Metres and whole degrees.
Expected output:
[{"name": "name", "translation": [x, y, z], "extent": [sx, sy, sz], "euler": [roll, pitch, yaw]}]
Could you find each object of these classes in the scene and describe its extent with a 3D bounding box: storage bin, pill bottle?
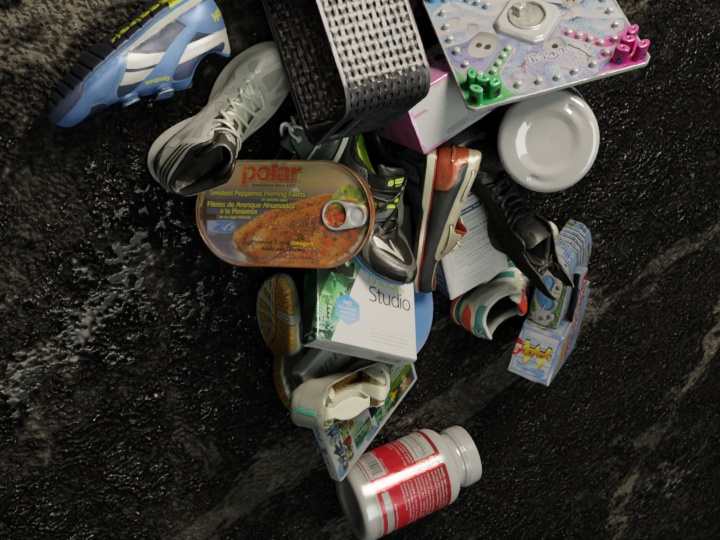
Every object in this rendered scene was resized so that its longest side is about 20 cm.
[{"name": "storage bin", "translation": [-0.022, -0.240, 0.737], "extent": [0.092, 0.135, 0.204], "euler": [-19, 90, -21]}, {"name": "pill bottle", "translation": [0.071, 0.299, 1.098], "extent": [0.196, 0.112, 0.114], "euler": [-17, 120, -21]}, {"name": "pill bottle", "translation": [0.220, -0.167, 0.906], "extent": [0.110, 0.200, 0.115], "euler": [4, 108, 12]}]

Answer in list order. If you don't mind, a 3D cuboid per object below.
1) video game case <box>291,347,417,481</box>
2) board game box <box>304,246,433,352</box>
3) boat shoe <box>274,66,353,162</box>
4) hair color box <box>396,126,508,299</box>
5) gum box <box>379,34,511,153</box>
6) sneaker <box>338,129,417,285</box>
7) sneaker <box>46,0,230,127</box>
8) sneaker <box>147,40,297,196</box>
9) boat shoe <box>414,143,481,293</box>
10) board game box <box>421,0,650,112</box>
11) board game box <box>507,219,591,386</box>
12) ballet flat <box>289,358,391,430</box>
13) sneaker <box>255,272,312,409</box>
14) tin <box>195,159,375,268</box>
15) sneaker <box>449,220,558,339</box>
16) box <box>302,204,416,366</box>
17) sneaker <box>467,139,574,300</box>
[{"name": "video game case", "translation": [0.000, 0.135, 0.984], "extent": [0.200, 0.022, 0.185], "euler": [-47, 133, -39]}, {"name": "board game box", "translation": [0.004, 0.021, 0.939], "extent": [0.198, 0.039, 0.161], "euler": [28, 55, -28]}, {"name": "boat shoe", "translation": [-0.062, -0.137, 0.844], "extent": [0.061, 0.073, 0.203], "euler": [10, 113, -32]}, {"name": "hair color box", "translation": [0.122, -0.075, 0.983], "extent": [0.099, 0.060, 0.203], "euler": [-27, 123, -16]}, {"name": "gum box", "translation": [0.114, -0.222, 0.874], "extent": [0.198, 0.113, 0.067], "euler": [-33, 119, -12]}, {"name": "sneaker", "translation": [0.018, -0.080, 0.859], "extent": [0.070, 0.082, 0.204], "euler": [-15, 86, -43]}, {"name": "sneaker", "translation": [-0.209, -0.193, 0.734], "extent": [0.199, 0.074, 0.083], "euler": [-38, 128, -7]}, {"name": "sneaker", "translation": [-0.124, -0.146, 0.777], "extent": [0.200, 0.115, 0.076], "euler": [-45, 126, -4]}, {"name": "boat shoe", "translation": [0.097, -0.055, 0.898], "extent": [0.061, 0.072, 0.203], "euler": [4, 126, -1]}, {"name": "board game box", "translation": [0.179, -0.274, 0.815], "extent": [0.196, 0.203, 0.026], "euler": [-15, 149, -2]}, {"name": "board game box", "translation": [0.270, 0.059, 1.059], "extent": [0.200, 0.061, 0.204], "euler": [-40, 143, -54]}, {"name": "ballet flat", "translation": [-0.004, 0.148, 0.908], "extent": [0.198, 0.063, 0.069], "euler": [-12, 106, -53]}, {"name": "sneaker", "translation": [-0.071, 0.081, 0.952], "extent": [0.087, 0.075, 0.204], "euler": [-29, 129, -32]}, {"name": "tin", "translation": [-0.080, -0.063, 0.819], "extent": [0.195, 0.042, 0.115], "euler": [3, 102, 13]}, {"name": "sneaker", "translation": [0.220, 0.019, 1.063], "extent": [0.199, 0.093, 0.071], "euler": [-42, 126, -5]}, {"name": "box", "translation": [0.000, 0.000, 0.890], "extent": [0.142, 0.036, 0.204], "euler": [16, 61, -35]}, {"name": "sneaker", "translation": [0.194, -0.062, 0.929], "extent": [0.059, 0.104, 0.202], "euler": [-34, 125, -11]}]
